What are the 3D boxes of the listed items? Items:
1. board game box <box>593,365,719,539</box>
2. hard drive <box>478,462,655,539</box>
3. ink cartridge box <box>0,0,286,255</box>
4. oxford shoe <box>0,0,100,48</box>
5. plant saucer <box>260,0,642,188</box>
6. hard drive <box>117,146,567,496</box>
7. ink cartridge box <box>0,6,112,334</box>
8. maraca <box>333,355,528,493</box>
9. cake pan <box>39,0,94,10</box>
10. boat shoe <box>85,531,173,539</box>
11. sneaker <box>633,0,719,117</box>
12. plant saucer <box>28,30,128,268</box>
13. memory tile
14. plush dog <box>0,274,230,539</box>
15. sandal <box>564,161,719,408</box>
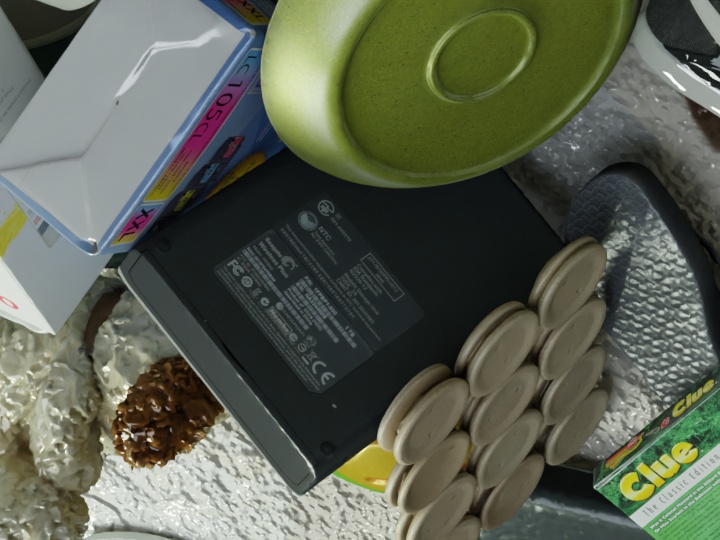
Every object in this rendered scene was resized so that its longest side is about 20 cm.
[{"bbox_3d":[0.222,0.077,1.392,0.105,0.024,0.200,40,117,-18],"label":"board game box"},{"bbox_3d":[0.159,0.180,1.529,0.199,0.033,0.140,12,128,20],"label":"hard drive"},{"bbox_3d":[-0.077,-0.085,1.367,0.076,0.200,0.137,40,106,11],"label":"ink cartridge box"},{"bbox_3d":[-0.213,-0.156,1.461,0.199,0.058,0.076,4,80,28],"label":"oxford shoe"},{"bbox_3d":[0.051,-0.107,1.294,0.031,0.199,0.201,60,147,39],"label":"plant saucer"},{"bbox_3d":[0.000,0.000,1.359,0.140,0.200,0.033,50,146,7],"label":"hard drive"},{"bbox_3d":[-0.219,-0.071,1.409,0.145,0.084,0.200,24,159,30],"label":"ink cartridge box"},{"bbox_3d":[0.011,0.042,1.451,0.137,0.107,0.200,-45,121,8],"label":"maraca"},{"bbox_3d":[-0.106,-0.203,1.300,0.037,0.201,0.200,33,135,-22],"label":"cake pan"},{"bbox_3d":[-0.093,0.218,1.683,0.199,0.060,0.076,17,130,17],"label":"boat shoe"},{"bbox_3d":[0.229,-0.094,1.273,0.199,0.073,0.112,32,132,4],"label":"sneaker"},{"bbox_3d":[-0.159,-0.076,1.520,0.199,0.036,0.201,15,128,19],"label":"plant saucer"},{"bbox_3d":[0.069,0.075,1.396,0.017,0.153,0.200,38,159,23],"label":"memory tile"},{"bbox_3d":[-0.127,0.049,1.503,0.171,0.200,0.161,-9,111,24],"label":"plush dog"},{"bbox_3d":[0.165,0.025,1.422,0.076,0.043,0.201,-5,125,42],"label":"sandal"}]
